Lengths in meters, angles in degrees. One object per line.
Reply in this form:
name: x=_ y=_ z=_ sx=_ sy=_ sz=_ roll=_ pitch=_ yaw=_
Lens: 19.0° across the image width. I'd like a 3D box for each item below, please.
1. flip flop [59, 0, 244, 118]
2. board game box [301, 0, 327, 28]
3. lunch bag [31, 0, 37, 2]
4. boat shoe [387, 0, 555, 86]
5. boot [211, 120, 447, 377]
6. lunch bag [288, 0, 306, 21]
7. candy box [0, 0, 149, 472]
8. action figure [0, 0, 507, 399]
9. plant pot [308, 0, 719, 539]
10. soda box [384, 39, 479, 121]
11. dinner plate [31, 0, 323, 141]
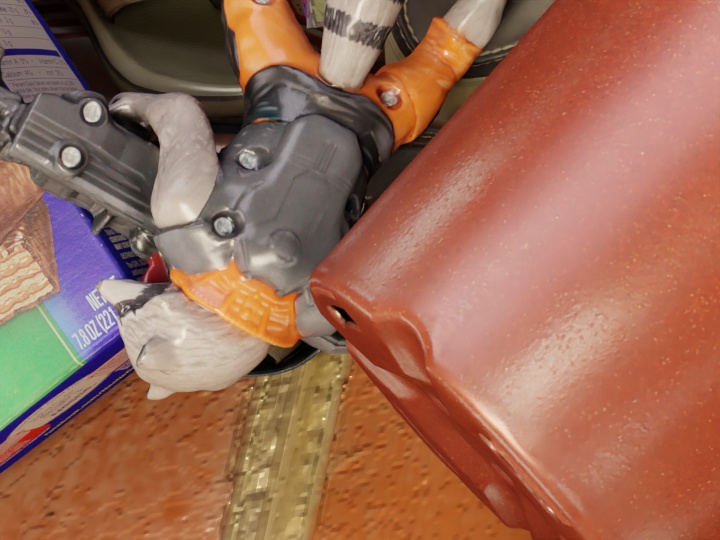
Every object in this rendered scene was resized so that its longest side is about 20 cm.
flip flop: x=-0.075 y=-0.118 z=0.896 sx=0.081 sy=0.058 sz=0.200 roll=-8 pitch=36 yaw=-29
board game box: x=-0.027 y=-0.211 z=0.904 sx=0.032 sy=0.120 sz=0.200 roll=-4 pitch=47 yaw=-12
lunch bag: x=-0.162 y=-0.175 z=1.064 sx=0.200 sy=0.077 sz=0.160 roll=-12 pitch=18 yaw=21
boat shoe: x=0.099 y=-0.130 z=0.774 sx=0.200 sy=0.073 sz=0.065 roll=-28 pitch=-4 yaw=2
boot: x=0.000 y=0.000 z=0.817 sx=0.200 sy=0.075 sz=0.097 roll=2 pitch=64 yaw=32
lunch bag: x=0.045 y=-0.194 z=0.999 sx=0.176 sy=0.082 sz=0.200 roll=16 pitch=56 yaw=38
candy box: x=-0.178 y=-0.022 z=0.797 sx=0.169 sy=0.200 sz=0.077 roll=-38 pitch=-9 yaw=17
action figure: x=-0.044 y=-0.053 z=0.709 sx=0.105 sy=0.200 sz=0.194 roll=-13 pitch=57 yaw=69
plant pot: x=0.103 y=-0.008 z=0.659 sx=0.195 sy=0.201 sz=0.201 roll=-44 pitch=39 yaw=-8
soda box: x=0.048 y=-0.149 z=0.853 sx=0.068 sy=0.064 sz=0.200 roll=-5 pitch=85 yaw=25
dinner plate: x=-0.101 y=-0.087 z=0.943 sx=0.200 sy=0.024 sz=0.200 roll=4 pitch=20 yaw=-1
